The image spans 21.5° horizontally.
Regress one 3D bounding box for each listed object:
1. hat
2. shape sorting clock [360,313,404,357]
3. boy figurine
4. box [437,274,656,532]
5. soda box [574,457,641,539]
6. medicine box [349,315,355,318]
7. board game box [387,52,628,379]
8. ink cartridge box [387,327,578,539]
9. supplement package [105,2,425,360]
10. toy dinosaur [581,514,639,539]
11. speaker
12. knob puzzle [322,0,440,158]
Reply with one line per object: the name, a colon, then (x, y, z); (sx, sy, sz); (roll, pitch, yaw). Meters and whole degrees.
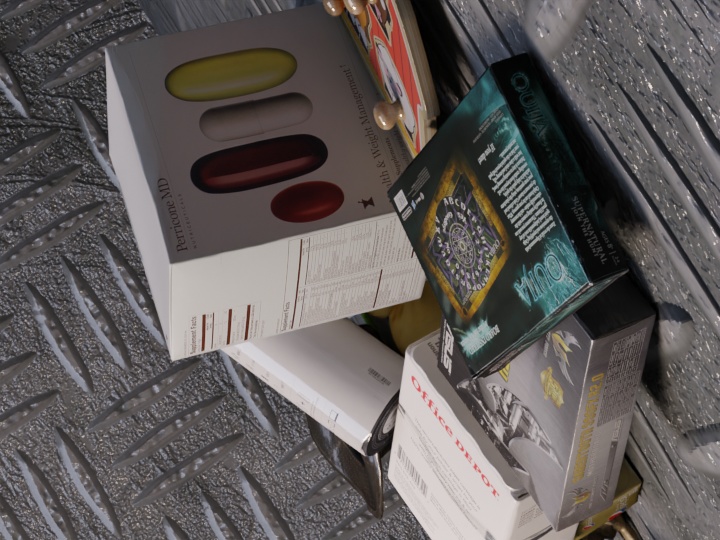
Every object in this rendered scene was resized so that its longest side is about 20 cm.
hat: (0.004, 0.105, 1.614); (0.201, 0.081, 0.201); (56, 162, 29)
shape sorting clock: (0.042, 0.059, 1.633); (0.201, 0.039, 0.200); (59, 171, 15)
boy figurine: (0.000, 0.000, 1.504); (0.200, 0.065, 0.124); (37, -162, 6)
box: (0.113, 0.046, 1.212); (0.159, 0.048, 0.201); (55, 156, 35)
soda box: (0.141, 0.113, 1.515); (0.201, 0.067, 0.064); (57, 174, 20)
medicine box: (-0.055, -0.022, 1.955); (0.103, 0.182, 0.200); (60, 175, -24)
board game box: (0.081, -0.025, 1.114); (0.136, 0.028, 0.200); (66, 158, 10)
ink cartridge box: (0.096, 0.143, 1.425); (0.145, 0.084, 0.200); (53, 158, 26)
supplement package: (-0.068, -0.069, 1.394); (0.147, 0.199, 0.192); (100, 153, -60)
toy dinosaur: (0.211, 0.219, 1.640); (0.200, 0.058, 0.102); (46, -162, -55)
speaker: (-0.051, 0.057, 1.483); (0.199, 0.081, 0.081); (35, 167, 17)
knob puzzle: (0.001, -0.174, 1.253); (0.220, 0.030, 0.221); (159, 90, -83)
